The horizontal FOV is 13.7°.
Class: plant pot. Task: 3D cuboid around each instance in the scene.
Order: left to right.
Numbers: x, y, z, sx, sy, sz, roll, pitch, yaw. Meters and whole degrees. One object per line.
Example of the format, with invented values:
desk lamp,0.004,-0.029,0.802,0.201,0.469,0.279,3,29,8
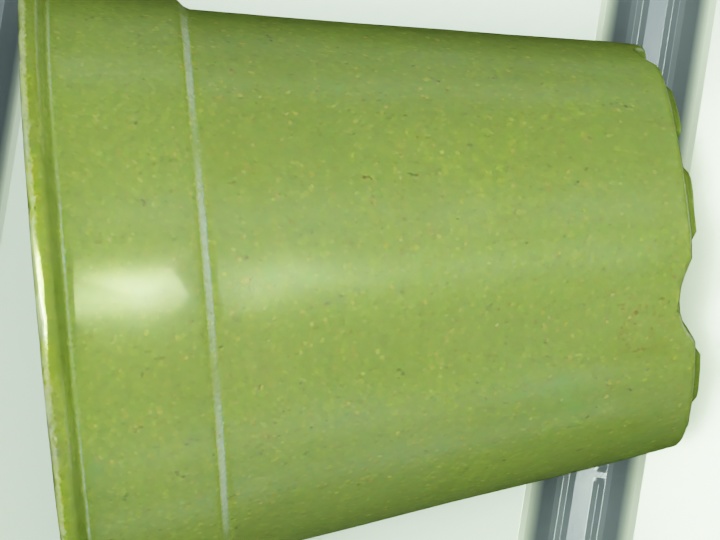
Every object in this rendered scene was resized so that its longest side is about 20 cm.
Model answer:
plant pot,0.000,0.000,0.899,0.189,0.200,0.201,-5,87,-2
